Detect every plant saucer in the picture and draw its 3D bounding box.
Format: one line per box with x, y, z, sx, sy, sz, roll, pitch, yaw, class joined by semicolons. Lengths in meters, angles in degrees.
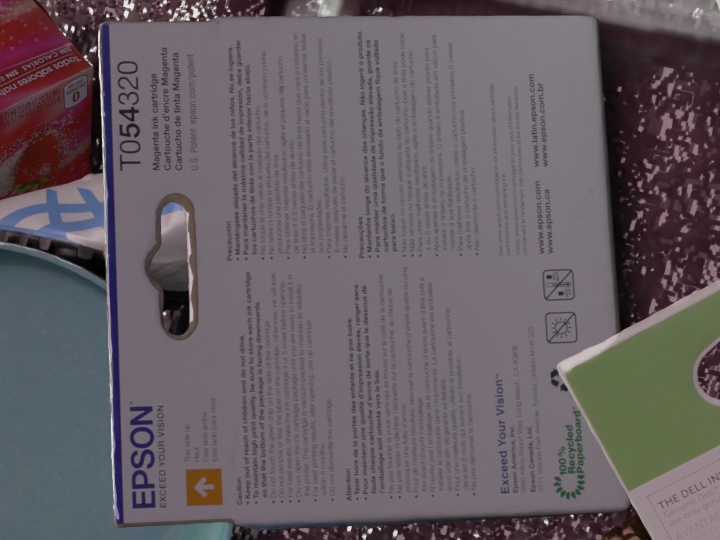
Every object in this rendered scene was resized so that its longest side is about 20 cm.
-0.142;0.070;0.994;0.199;0.036;0.201;7;117;14;plant saucer

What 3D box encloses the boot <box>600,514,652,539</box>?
0.163;0.113;0.852;0.200;0.075;0.107;-36;86;14;boot

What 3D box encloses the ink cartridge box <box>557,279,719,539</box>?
0.173;0.081;0.787;0.145;0.048;0.201;-28;98;8;ink cartridge box

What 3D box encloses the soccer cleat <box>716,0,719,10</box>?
0.134;-0.150;0.747;0.070;0.086;0.201;-15;81;20;soccer cleat

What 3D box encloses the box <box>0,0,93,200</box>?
-0.220;-0.044;1.002;0.200;0.100;0.096;-29;61;-26;box

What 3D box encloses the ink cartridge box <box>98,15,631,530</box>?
0.000;0.000;0.909;0.199;0.043;0.197;-1;80;-7;ink cartridge box

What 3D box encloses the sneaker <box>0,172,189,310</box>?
-0.070;-0.026;0.986;0.199;0.072;0.073;-5;64;14;sneaker
